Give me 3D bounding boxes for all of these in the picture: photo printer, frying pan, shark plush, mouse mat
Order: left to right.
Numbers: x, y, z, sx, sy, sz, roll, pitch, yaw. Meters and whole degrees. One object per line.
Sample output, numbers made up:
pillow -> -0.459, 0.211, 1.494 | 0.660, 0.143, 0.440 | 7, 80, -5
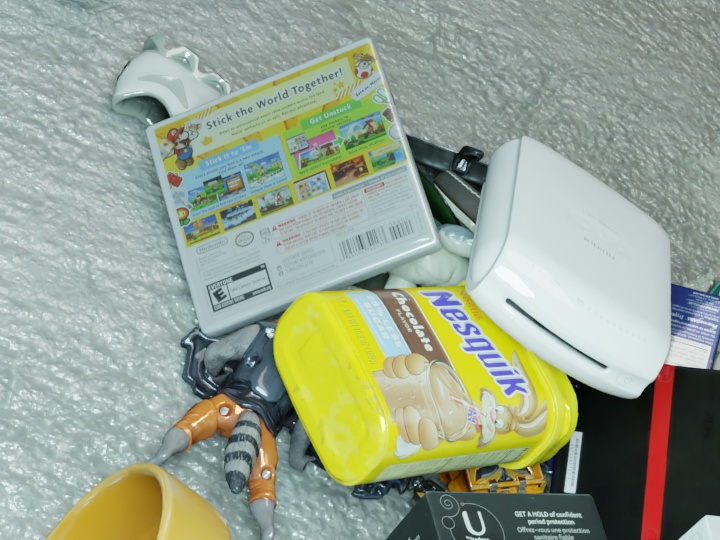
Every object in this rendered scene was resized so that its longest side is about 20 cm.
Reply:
shark plush -> 0.018, -0.037, 1.398 | 0.199, 0.091, 0.083 | 32, 21, 3
mouse mat -> 0.040, -0.082, 1.465 | 0.008, 0.161, 0.200 | -38, 60, -2
frying pan -> 0.099, -0.091, 1.522 | 0.114, 0.031, 0.190 | 18, 5, -26
photo printer -> 0.161, 0.000, 1.324 | 0.166, 0.070, 0.201 | 33, 32, -11

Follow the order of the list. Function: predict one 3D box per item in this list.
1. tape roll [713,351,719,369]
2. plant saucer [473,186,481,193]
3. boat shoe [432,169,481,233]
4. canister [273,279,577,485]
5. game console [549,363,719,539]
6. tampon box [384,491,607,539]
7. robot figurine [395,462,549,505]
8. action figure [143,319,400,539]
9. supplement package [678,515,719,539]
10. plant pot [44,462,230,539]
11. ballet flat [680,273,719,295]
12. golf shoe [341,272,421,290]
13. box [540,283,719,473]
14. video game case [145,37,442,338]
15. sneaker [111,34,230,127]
tape roll -> 0.393, 0.148, 1.571 | 0.201, 0.037, 0.204 | 17, 47, -19
plant saucer -> 0.171, -0.011, 1.567 | 0.198, 0.036, 0.201 | 17, 47, -19
boat shoe -> 0.139, -0.022, 1.470 | 0.061, 0.072, 0.201 | -46, 73, -2
canister -> 0.047, 0.080, 1.268 | 0.199, 0.087, 0.149 | -2, 54, -43
game console -> 0.241, 0.166, 1.387 | 0.175, 0.031, 0.202 | 4, 60, 12
tampon box -> 0.104, 0.273, 1.216 | 0.149, 0.127, 0.201 | 6, 50, -29
robot figurine -> 0.078, 0.117, 1.382 | 0.144, 0.058, 0.201 | -2, 55, -32
action figure -> -0.053, 0.115, 1.273 | 0.199, 0.105, 0.194 | 29, 53, -4
supplement package -> 0.269, 0.296, 1.247 | 0.150, 0.200, 0.152 | 9, 49, -26
plant pot -> -0.112, 0.252, 1.067 | 0.183, 0.200, 0.201 | 38, 41, -22
ballet flat -> 0.269, 0.062, 1.546 | 0.071, 0.072, 0.200 | 35, 45, -1
golf shoe -> 0.000, 0.000, 1.422 | 0.199, 0.077, 0.089 | -19, 70, -41
box -> 0.228, 0.099, 1.455 | 0.120, 0.033, 0.201 | 15, 62, 11
video game case -> -0.055, -0.065, 1.358 | 0.023, 0.198, 0.184 | 44, 26, -69
sneaker -> -0.120, -0.107, 1.447 | 0.199, 0.074, 0.089 | 31, 53, 3
